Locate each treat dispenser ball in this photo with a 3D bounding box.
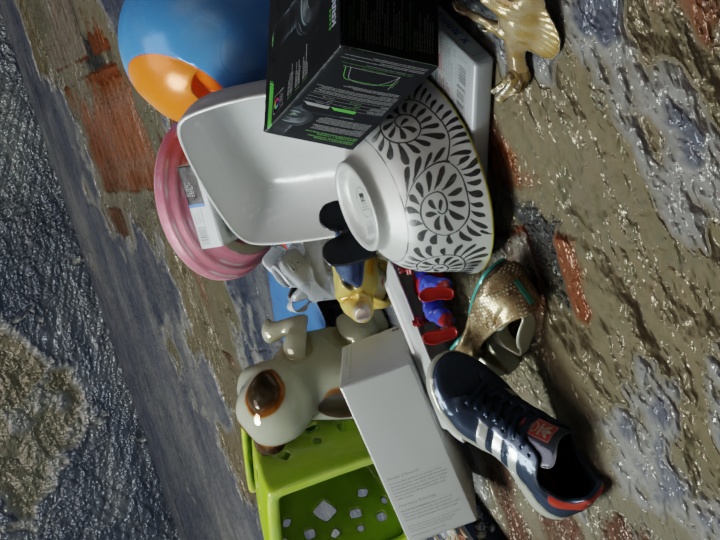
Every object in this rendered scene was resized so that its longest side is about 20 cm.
[{"bbox_3d":[-0.171,-0.262,1.688,0.201,0.199,0.202,53,155,38],"label":"treat dispenser ball"}]

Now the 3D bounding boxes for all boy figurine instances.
[{"bbox_3d":[0.000,0.000,1.586,0.200,0.064,0.126,65,-162,-66],"label":"boy figurine"}]

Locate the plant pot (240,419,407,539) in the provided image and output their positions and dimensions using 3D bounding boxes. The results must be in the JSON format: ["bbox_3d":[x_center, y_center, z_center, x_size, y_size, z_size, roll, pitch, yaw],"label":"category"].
[{"bbox_3d":[-0.046,0.242,1.882,0.200,0.198,0.182,87,161,-44],"label":"plant pot"}]

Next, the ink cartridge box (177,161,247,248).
[{"bbox_3d":[-0.124,-0.104,1.739,0.039,0.200,0.100,-7,105,38],"label":"ink cartridge box"}]

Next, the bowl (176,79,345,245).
[{"bbox_3d":[-0.077,-0.128,1.614,0.075,0.198,0.201,-75,-33,-42],"label":"bowl"}]

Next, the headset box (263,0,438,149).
[{"bbox_3d":[-0.012,-0.223,1.331,0.200,0.092,0.176,143,132,-61],"label":"headset box"}]

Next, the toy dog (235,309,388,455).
[{"bbox_3d":[-0.054,0.138,1.777,0.195,0.199,0.140,57,158,31],"label":"toy dog"}]

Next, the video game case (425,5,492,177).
[{"bbox_3d":[0.067,-0.163,1.424,0.183,0.022,0.201,52,155,40],"label":"video game case"}]

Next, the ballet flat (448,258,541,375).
[{"bbox_3d":[0.127,0.064,1.431,0.065,0.070,0.200,46,157,18],"label":"ballet flat"}]

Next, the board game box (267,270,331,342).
[{"bbox_3d":[-0.064,0.061,1.961,0.158,0.039,0.201,47,152,42],"label":"board game box"}]

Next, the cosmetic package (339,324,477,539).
[{"bbox_3d":[0.053,0.173,1.616,0.108,0.084,0.201,-85,-28,-69],"label":"cosmetic package"}]

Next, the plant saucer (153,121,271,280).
[{"bbox_3d":[-0.155,-0.091,1.768,0.050,0.200,0.202,-7,105,38],"label":"plant saucer"}]

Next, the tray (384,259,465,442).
[{"bbox_3d":[0.071,0.083,1.580,0.202,0.022,0.107,68,-166,4],"label":"tray"}]

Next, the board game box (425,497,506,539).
[{"bbox_3d":[0.128,0.324,1.725,0.200,0.034,0.136,55,156,36],"label":"board game box"}]

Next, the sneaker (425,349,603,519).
[{"bbox_3d":[0.148,0.145,1.393,0.200,0.075,0.084,43,155,-7],"label":"sneaker"}]

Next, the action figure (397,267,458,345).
[{"bbox_3d":[0.068,0.022,1.502,0.200,0.051,0.066,-82,-18,-79],"label":"action figure"}]

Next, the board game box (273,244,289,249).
[{"bbox_3d":[-0.096,-0.108,1.888,0.135,0.034,0.202,19,128,66],"label":"board game box"}]

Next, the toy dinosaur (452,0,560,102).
[{"bbox_3d":[0.124,-0.213,1.198,0.101,0.058,0.200,47,163,15],"label":"toy dinosaur"}]

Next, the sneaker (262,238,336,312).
[{"bbox_3d":[-0.058,-0.052,1.724,0.075,0.114,0.202,13,122,66],"label":"sneaker"}]

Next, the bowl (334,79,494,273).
[{"bbox_3d":[0.035,-0.076,1.424,0.201,0.093,0.202,55,157,37],"label":"bowl"}]
